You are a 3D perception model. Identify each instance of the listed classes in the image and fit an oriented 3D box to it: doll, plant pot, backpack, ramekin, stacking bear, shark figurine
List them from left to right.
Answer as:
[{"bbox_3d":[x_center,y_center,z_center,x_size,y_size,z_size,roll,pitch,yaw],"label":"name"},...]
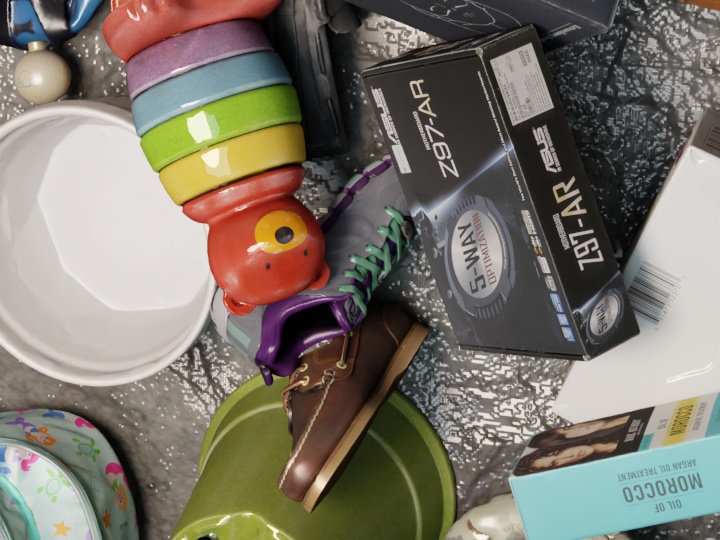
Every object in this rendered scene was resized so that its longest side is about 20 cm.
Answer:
[{"bbox_3d":[-0.273,0.196,1.386,0.199,0.151,0.178,-8,103,14],"label":"backpack"},{"bbox_3d":[-0.240,-0.215,1.295,0.136,0.048,0.201,-8,101,20],"label":"doll"},{"bbox_3d":[-0.177,-0.029,1.303,0.199,0.105,0.201,5,108,15],"label":"ramekin"},{"bbox_3d":[-0.081,-0.075,1.177,0.114,0.121,0.201,-24,85,64],"label":"stacking bear"},{"bbox_3d":[-0.053,0.187,1.286,0.199,0.190,0.201,5,108,16],"label":"plant pot"},{"bbox_3d":[0.168,0.209,1.274,0.128,0.214,0.090,-44,132,-4],"label":"shark figurine"}]

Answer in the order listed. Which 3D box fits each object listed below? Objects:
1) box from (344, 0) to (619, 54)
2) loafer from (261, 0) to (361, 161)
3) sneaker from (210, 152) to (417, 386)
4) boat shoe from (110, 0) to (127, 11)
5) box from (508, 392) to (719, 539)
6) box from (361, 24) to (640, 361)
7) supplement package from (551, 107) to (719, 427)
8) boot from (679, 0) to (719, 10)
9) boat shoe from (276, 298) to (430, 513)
[{"bbox_3d":[0.048,-0.213,1.103,0.199,0.148,0.107,20,82,-16],"label":"box"},{"bbox_3d":[-0.034,-0.173,1.241,0.070,0.068,0.201,1,104,-4],"label":"loafer"},{"bbox_3d":[0.000,0.000,1.233,0.200,0.088,0.074,-39,135,-4],"label":"sneaker"},{"bbox_3d":[-0.132,-0.236,1.230,0.071,0.063,0.200,39,128,17],"label":"boat shoe"},{"bbox_3d":[0.197,0.113,1.124,0.199,0.082,0.049,-15,101,20],"label":"box"},{"bbox_3d":[0.084,-0.046,1.156,0.160,0.043,0.201,3,115,64],"label":"box"},{"bbox_3d":[0.240,0.026,1.187,0.155,0.111,0.200,28,113,7],"label":"supplement package"},{"bbox_3d":[0.234,-0.257,1.126,0.154,0.074,0.201,10,121,15],"label":"boot"},{"bbox_3d":[-0.018,0.083,1.239,0.070,0.200,0.070,33,124,1],"label":"boat shoe"}]
